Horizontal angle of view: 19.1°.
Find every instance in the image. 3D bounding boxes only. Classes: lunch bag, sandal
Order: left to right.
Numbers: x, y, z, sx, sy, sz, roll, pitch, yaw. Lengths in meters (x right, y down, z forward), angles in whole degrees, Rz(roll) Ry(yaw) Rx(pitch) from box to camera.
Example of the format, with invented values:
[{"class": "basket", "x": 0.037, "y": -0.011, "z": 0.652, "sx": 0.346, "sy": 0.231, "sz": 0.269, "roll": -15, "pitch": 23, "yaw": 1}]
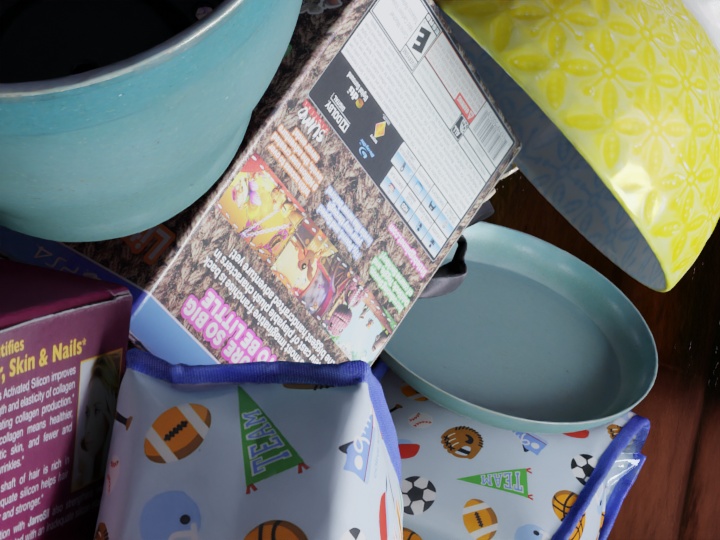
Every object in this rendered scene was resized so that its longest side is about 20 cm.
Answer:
[{"class": "lunch bag", "x": -0.043, "y": 0.143, "z": 0.847, "sx": 0.200, "sy": 0.123, "sz": 0.172, "roll": 65, "pitch": 32, "yaw": -67}, {"class": "sandal", "x": 0.022, "y": 0.008, "z": 1.244, "sx": 0.043, "sy": 0.076, "sz": 0.200, "roll": 59, "pitch": 37, "yaw": -7}, {"class": "lunch bag", "x": 0.072, "y": 0.129, "z": 1.317, "sx": 0.200, "sy": 0.169, "sz": 0.125, "roll": -53, "pitch": 159, "yaw": -46}]

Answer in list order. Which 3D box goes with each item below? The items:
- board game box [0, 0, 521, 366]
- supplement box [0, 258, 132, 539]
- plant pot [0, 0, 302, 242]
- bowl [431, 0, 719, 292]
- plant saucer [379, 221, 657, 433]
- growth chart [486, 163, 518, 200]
[{"class": "board game box", "x": -0.042, "y": -0.035, "z": 0.949, "sx": 0.201, "sy": 0.096, "sz": 0.160, "roll": -55, "pitch": 143, "yaw": -12}, {"class": "supplement box", "x": -0.165, "y": 0.102, "z": 0.796, "sx": 0.131, "sy": 0.102, "sz": 0.202, "roll": -15, "pitch": 114, "yaw": -68}, {"class": "plant pot", "x": -0.108, "y": -0.109, "z": 0.752, "sx": 0.188, "sy": 0.198, "sz": 0.202, "roll": 90, "pitch": 17, "yaw": -67}, {"class": "bowl", "x": 0.113, "y": -0.099, "z": 0.994, "sx": 0.108, "sy": 0.200, "sz": 0.200, "roll": -41, "pitch": 153, "yaw": -3}, {"class": "plant saucer", "x": 0.084, "y": 0.037, "z": 1.307, "sx": 0.200, "sy": 0.199, "sz": 0.028, "roll": -48, "pitch": 161, "yaw": -54}, {"class": "growth chart", "x": 0.045, "y": -0.045, "z": 1.260, "sx": 0.018, "sy": 0.144, "sz": 0.200, "roll": 57, "pitch": 35, "yaw": -8}]
